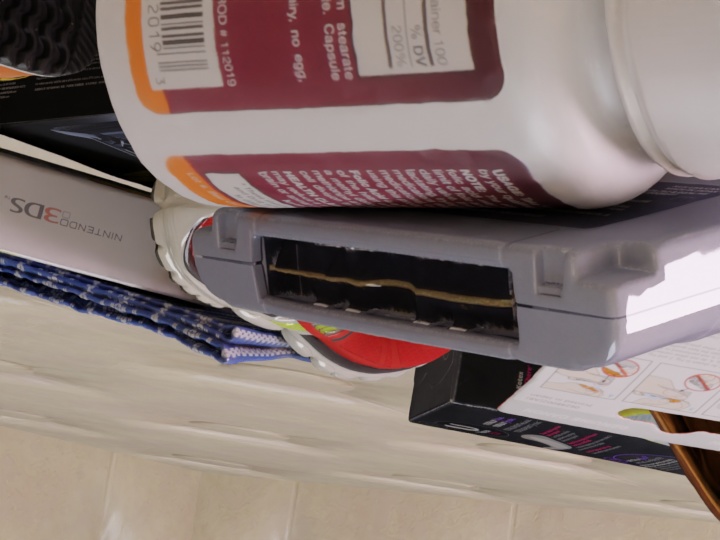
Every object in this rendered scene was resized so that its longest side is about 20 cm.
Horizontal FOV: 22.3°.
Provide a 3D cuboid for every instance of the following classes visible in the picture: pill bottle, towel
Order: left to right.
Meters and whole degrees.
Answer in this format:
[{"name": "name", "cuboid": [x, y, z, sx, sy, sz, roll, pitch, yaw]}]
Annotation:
[{"name": "towel", "cuboid": [-0.097, 0.020, 0.882, 0.199, 0.024, 0.144, 16, -178, 33]}, {"name": "pill bottle", "cuboid": [0.032, -0.075, 0.528, 0.199, 0.115, 0.114, 2, 168, 35]}]

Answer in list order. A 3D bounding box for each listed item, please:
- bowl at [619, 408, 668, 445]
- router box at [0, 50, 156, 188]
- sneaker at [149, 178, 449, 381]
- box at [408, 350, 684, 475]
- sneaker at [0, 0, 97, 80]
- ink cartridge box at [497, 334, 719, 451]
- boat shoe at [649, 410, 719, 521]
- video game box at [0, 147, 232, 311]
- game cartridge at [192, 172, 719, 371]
[{"name": "bowl", "cuboid": [0.244, 0.045, 1.001, 0.198, 0.109, 0.200, 8, 170, 1]}, {"name": "router box", "cuboid": [-0.037, -0.068, 0.781, 0.199, 0.053, 0.157, 0, 167, 39]}, {"name": "sneaker", "cuboid": [0.000, 0.000, 0.778, 0.084, 0.078, 0.199, -7, 164, 37]}, {"name": "box", "cuboid": [0.144, 0.057, 1.153, 0.198, 0.107, 0.122, 11, 167, -10]}, {"name": "sneaker", "cuboid": [-0.190, -0.108, 0.648, 0.090, 0.071, 0.199, -6, 165, 42]}, {"name": "ink cartridge box", "cuboid": [0.161, 0.010, 0.719, 0.159, 0.048, 0.200, 10, 149, -14]}, {"name": "boat shoe", "cuboid": [0.156, 0.033, 0.854, 0.072, 0.068, 0.201, -15, 113, 33]}, {"name": "video game box", "cuboid": [-0.173, -0.036, 0.857, 0.199, 0.047, 0.182, 16, -177, -27]}, {"name": "game cartridge", "cuboid": [0.054, -0.010, 0.572, 0.132, 0.041, 0.199, -19, -164, -34]}]
